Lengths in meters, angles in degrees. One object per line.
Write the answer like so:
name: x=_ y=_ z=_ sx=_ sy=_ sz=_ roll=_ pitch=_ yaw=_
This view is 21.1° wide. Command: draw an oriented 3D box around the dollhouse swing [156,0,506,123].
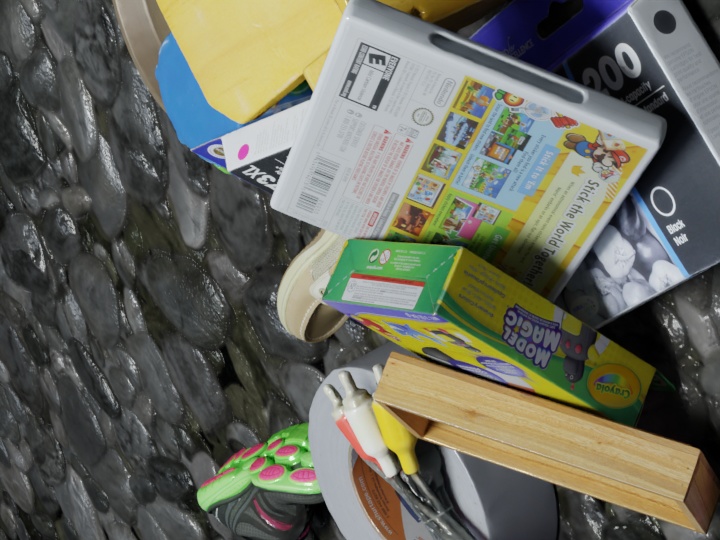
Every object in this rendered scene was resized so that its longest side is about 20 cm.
dollhouse swing: x=-0.023 y=-0.212 z=1.165 sx=0.200 sy=0.182 sz=0.176 roll=62 pitch=160 yaw=3

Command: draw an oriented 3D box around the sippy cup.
sippy cup: x=-0.059 y=-0.134 z=1.289 sx=0.140 sy=0.130 sz=0.178 roll=27 pitch=132 yaw=43

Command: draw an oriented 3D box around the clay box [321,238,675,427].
clay box: x=0.087 y=0.045 z=1.171 sx=0.200 sy=0.048 sz=0.115 roll=32 pitch=165 yaw=-33

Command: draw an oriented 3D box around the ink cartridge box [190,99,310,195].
ink cartridge box: x=-0.010 y=-0.069 z=1.189 sx=0.200 sy=0.095 sz=0.037 roll=-15 pitch=58 yaw=46

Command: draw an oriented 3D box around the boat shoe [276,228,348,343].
boat shoe: x=0.000 y=0.000 z=1.356 sx=0.065 sy=0.072 sz=0.200 roll=54 pitch=141 yaw=18

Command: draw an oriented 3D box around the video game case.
video game case: x=0.054 y=-0.059 z=1.098 sx=0.182 sy=0.023 sz=0.200 roll=22 pitch=147 yaw=-3

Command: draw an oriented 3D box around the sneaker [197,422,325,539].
sneaker: x=-0.059 y=0.180 z=1.576 sx=0.084 sy=0.077 sz=0.200 roll=49 pitch=152 yaw=-9

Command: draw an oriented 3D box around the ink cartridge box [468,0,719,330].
ink cartridge box: x=0.140 y=-0.080 z=1.124 sx=0.200 sy=0.043 sz=0.198 roll=62 pitch=149 yaw=5

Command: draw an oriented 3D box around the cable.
cable: x=0.034 y=0.155 z=1.306 sx=0.097 sy=0.050 sz=0.200 roll=-25 pitch=89 yaw=58

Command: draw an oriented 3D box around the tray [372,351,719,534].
tray: x=0.116 y=0.104 z=1.183 sx=0.200 sy=0.037 sz=0.099 roll=16 pitch=167 yaw=23

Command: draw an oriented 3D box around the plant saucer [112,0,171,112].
plant saucer: x=-0.134 y=-0.204 z=1.421 sx=0.200 sy=0.029 sz=0.200 roll=40 pitch=140 yaw=46

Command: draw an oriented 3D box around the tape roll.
tape roll: x=0.049 y=0.148 z=1.390 sx=0.200 sy=0.066 sz=0.201 roll=33 pitch=135 yaw=39
